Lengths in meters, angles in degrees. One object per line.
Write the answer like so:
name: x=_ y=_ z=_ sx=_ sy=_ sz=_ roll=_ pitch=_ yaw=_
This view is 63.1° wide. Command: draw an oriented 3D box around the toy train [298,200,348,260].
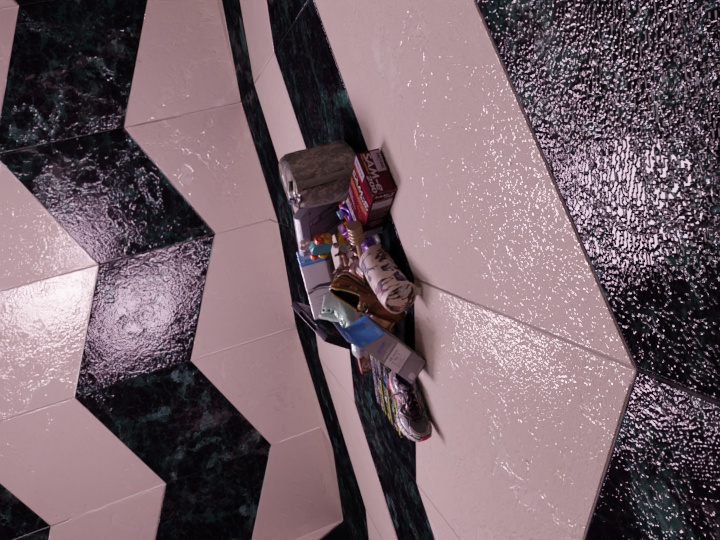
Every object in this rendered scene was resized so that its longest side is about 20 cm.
toy train: x=-0.076 y=-0.116 z=1.549 sx=0.056 sy=0.198 sz=0.151 roll=56 pitch=-177 yaw=33

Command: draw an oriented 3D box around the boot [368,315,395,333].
boot: x=0.050 y=0.112 z=1.482 sx=0.202 sy=0.074 sz=0.075 roll=94 pitch=157 yaw=-51

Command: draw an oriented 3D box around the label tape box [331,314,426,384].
label tape box: x=0.042 y=0.165 z=1.365 sx=0.199 sy=0.064 sz=0.144 roll=36 pitch=180 yaw=-23

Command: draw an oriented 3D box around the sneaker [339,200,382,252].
sneaker: x=0.000 y=-0.078 z=1.457 sx=0.081 sy=0.082 sz=0.204 roll=137 pitch=114 yaw=-75

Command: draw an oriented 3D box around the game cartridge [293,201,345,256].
game cartridge: x=-0.112 y=-0.145 z=1.628 sx=0.040 sy=0.200 sz=0.136 roll=19 pitch=130 yaw=28

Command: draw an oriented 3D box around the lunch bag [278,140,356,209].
lunch bag: x=-0.096 y=-0.232 z=1.437 sx=0.168 sy=0.196 sz=0.143 roll=-146 pitch=42 yaw=-70

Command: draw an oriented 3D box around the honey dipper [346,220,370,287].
honey dipper: x=0.003 y=-0.029 z=1.398 sx=0.038 sy=0.037 sz=0.203 roll=-122 pitch=14 yaw=-47

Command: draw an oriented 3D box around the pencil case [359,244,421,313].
pencil case: x=0.061 y=0.015 z=1.314 sx=0.201 sy=0.087 sz=0.079 roll=-122 pitch=30 yaw=-55

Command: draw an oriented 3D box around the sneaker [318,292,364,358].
sneaker: x=-0.049 y=0.145 z=1.561 sx=0.074 sy=0.115 sz=0.205 roll=65 pitch=-165 yaw=-61

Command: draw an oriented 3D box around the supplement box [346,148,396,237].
supplement box: x=0.020 y=-0.169 z=1.327 sx=0.201 sy=0.060 sz=0.111 roll=108 pitch=143 yaw=-64

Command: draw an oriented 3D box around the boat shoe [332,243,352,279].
boat shoe: x=-0.040 y=0.004 z=1.669 sx=0.205 sy=0.084 sz=0.075 roll=67 pitch=153 yaw=24

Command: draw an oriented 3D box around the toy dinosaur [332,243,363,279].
toy dinosaur: x=0.000 y=0.000 z=1.565 sx=0.135 sy=0.086 sz=0.201 roll=43 pitch=-166 yaw=-19

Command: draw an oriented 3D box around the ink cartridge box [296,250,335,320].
ink cartridge box: x=-0.114 y=0.028 z=1.723 sx=0.145 sy=0.082 sz=0.205 roll=-60 pitch=-45 yaw=-83

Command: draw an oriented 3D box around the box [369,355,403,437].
box: x=0.083 y=0.325 z=1.637 sx=0.193 sy=0.046 sz=0.205 roll=-141 pitch=39 yaw=-63

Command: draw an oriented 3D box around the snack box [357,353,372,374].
snack box: x=0.014 y=0.195 z=1.710 sx=0.024 sy=0.070 sz=0.205 roll=-156 pitch=52 yaw=-71

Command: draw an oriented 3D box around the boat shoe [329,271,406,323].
boat shoe: x=0.014 y=0.079 z=1.406 sx=0.197 sy=0.068 sz=0.073 roll=27 pitch=130 yaw=20

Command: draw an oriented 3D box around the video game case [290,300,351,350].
video game case: x=-0.093 y=0.170 z=1.750 sx=0.180 sy=0.026 sz=0.199 roll=41 pitch=-171 yaw=39

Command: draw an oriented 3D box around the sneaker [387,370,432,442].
sneaker: x=0.116 y=0.318 z=1.428 sx=0.075 sy=0.079 sz=0.203 roll=98 pitch=153 yaw=-54
